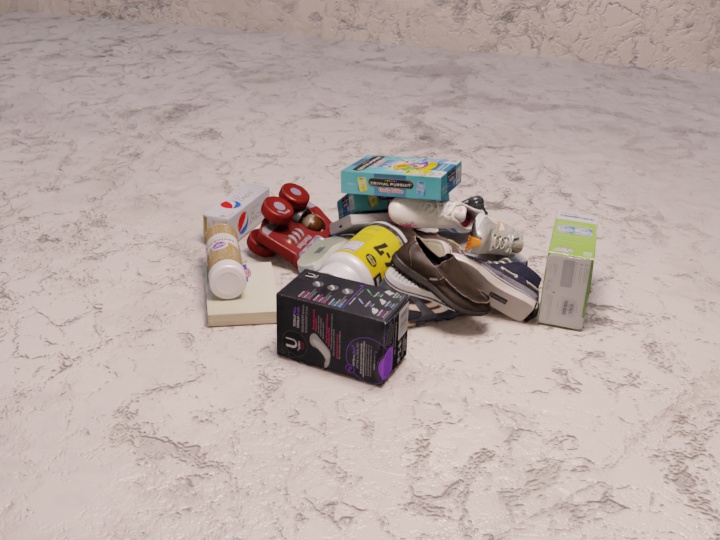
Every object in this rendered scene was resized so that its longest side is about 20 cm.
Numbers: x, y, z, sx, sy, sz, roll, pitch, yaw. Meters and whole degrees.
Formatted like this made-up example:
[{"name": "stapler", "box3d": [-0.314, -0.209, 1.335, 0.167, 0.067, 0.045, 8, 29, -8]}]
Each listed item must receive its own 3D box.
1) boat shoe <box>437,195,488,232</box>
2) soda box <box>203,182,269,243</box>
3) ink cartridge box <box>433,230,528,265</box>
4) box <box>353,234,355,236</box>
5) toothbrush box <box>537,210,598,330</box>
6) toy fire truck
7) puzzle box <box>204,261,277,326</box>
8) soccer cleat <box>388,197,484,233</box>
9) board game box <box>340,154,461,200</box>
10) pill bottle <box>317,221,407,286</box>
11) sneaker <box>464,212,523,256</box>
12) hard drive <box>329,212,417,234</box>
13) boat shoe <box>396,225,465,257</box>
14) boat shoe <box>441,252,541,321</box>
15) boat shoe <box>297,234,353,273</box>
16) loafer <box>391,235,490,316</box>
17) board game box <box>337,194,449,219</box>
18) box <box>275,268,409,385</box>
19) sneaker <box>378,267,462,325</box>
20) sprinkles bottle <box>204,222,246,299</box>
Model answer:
[{"name": "boat shoe", "box3d": [0.213, -0.113, 1.888, 0.075, 0.061, 0.200, -7, -4, -22]}, {"name": "soda box", "box3d": [-0.265, -0.121, 1.943, 0.063, 0.069, 0.200, 11, 28, 16]}, {"name": "ink cartridge box", "box3d": [0.225, -0.023, 1.786, 0.135, 0.077, 0.200, -7, 30, -19]}, {"name": "box", "box3d": [0.039, -0.053, 1.873, 0.109, 0.035, 0.201, 4, 27, 2]}, {"name": "toothbrush box", "box3d": [0.389, -0.004, 1.685, 0.085, 0.147, 0.200, 9, 27, 12]}, {"name": "toy fire truck", "box3d": [-0.125, -0.078, 1.855, 0.167, 0.113, 0.200, 33, 33, 5]}, {"name": "puzzle box", "box3d": [-0.221, 0.041, 1.677, 0.131, 0.026, 0.200, -3, 27, -9]}, {"name": "soccer cleat", "box3d": [0.149, -0.113, 1.722, 0.198, 0.071, 0.086, 5, -7, -32]}, {"name": "board game box", "box3d": [0.081, -0.182, 1.739, 0.198, 0.047, 0.151, 6, 20, 20]}, {"name": "pill bottle", "box3d": [0.000, 0.000, 1.670, 0.113, 0.115, 0.200, 18, 37, 27]}, {"name": "sneaker", "box3d": [0.254, -0.060, 1.664, 0.091, 0.076, 0.200, 22, 15, 16]}, {"name": "hard drive", "box3d": [0.051, -0.098, 1.821, 0.198, 0.027, 0.132, -4, -4, -21]}, {"name": "boat shoe", "box3d": [0.124, -0.042, 1.739, 0.059, 0.073, 0.199, 7, 7, -32]}, {"name": "boat shoe", "box3d": [0.243, 0.010, 1.658, 0.199, 0.075, 0.093, 32, 46, -6]}, {"name": "boat shoe", "box3d": [-0.064, -0.014, 1.751, 0.069, 0.072, 0.201, -2, 19, 24]}, {"name": "loafer", "box3d": [0.151, 0.009, 1.584, 0.199, 0.072, 0.073, 32, 22, -2]}, {"name": "board game box", "box3d": [0.065, -0.141, 1.865, 0.198, 0.048, 0.151, -6, -3, -15]}, {"name": "box", "box3d": [-0.030, 0.090, 1.488, 0.198, 0.124, 0.106, 14, 29, 21]}, {"name": "sneaker", "box3d": [0.112, 0.056, 1.632, 0.198, 0.080, 0.079, 17, 25, -30]}, {"name": "sprinkles bottle", "box3d": [-0.255, -0.021, 1.692, 0.067, 0.069, 0.200, -3, 27, -12]}]
